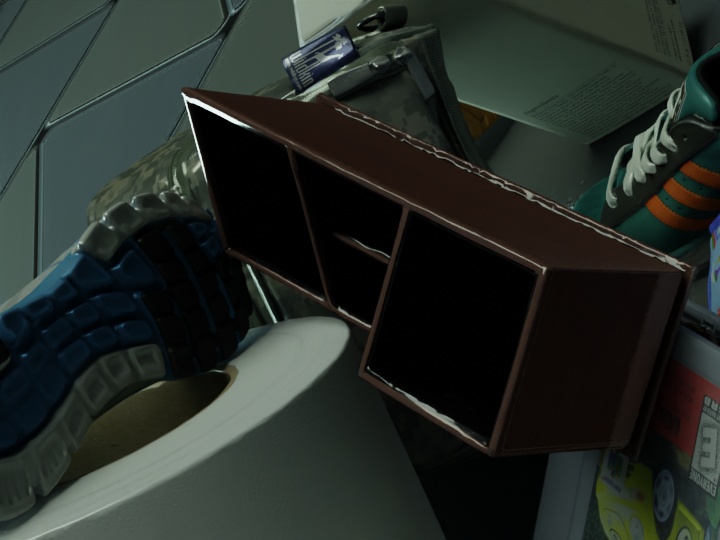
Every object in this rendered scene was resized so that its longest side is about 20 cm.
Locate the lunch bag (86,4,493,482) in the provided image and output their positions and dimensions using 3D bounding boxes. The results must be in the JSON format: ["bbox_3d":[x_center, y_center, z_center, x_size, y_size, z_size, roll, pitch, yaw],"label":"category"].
[{"bbox_3d":[0.000,0.000,0.875,0.167,0.201,0.139,-23,8,31],"label":"lunch bag"}]

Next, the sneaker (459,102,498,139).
[{"bbox_3d":[0.017,-0.082,1.112,0.200,0.075,0.088,-55,23,-10],"label":"sneaker"}]

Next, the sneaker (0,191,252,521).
[{"bbox_3d":[-0.121,0.033,0.749,0.086,0.075,0.200,-23,9,41],"label":"sneaker"}]

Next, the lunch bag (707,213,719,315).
[{"bbox_3d":[0.189,-0.003,0.709,0.200,0.094,0.151,-49,24,40],"label":"lunch bag"}]

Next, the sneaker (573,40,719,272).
[{"bbox_3d":[0.152,-0.057,0.836,0.200,0.080,0.072,-26,33,45],"label":"sneaker"}]

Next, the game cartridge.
[{"bbox_3d":[0.115,0.086,0.681,0.200,0.041,0.134,-143,57,-69],"label":"game cartridge"}]

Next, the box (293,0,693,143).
[{"bbox_3d":[0.065,-0.126,0.940,0.082,0.199,0.069,-30,58,39],"label":"box"}]

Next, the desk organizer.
[{"bbox_3d":[0.014,-0.004,0.709,0.200,0.077,0.072,28,109,42],"label":"desk organizer"}]

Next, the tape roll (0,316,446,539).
[{"bbox_3d":[-0.067,0.122,0.758,0.202,0.140,0.203,-23,10,4],"label":"tape roll"}]
